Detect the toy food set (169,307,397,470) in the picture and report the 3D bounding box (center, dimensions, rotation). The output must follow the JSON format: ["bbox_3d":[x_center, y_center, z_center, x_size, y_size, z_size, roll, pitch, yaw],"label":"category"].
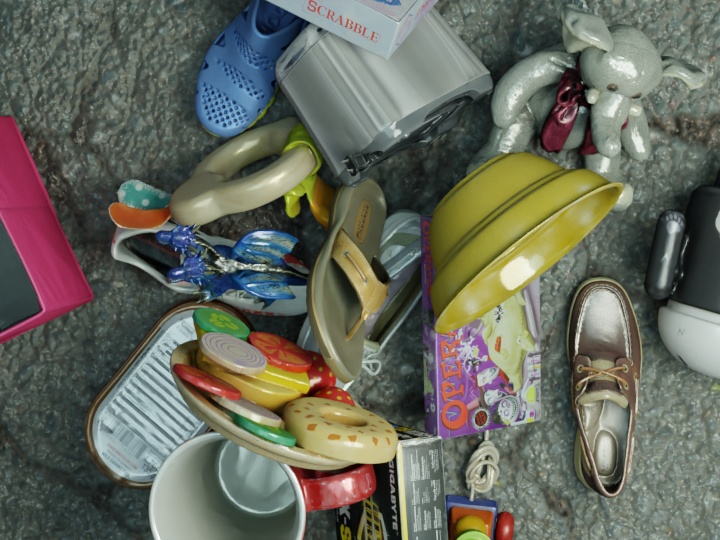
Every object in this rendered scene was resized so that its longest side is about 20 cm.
[{"bbox_3d":[-0.071,0.103,1.268,0.196,0.200,0.049,19,108,-20],"label":"toy food set"}]

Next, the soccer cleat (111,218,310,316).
[{"bbox_3d":[-0.135,0.000,1.381,0.198,0.085,0.069,21,107,3],"label":"soccer cleat"}]

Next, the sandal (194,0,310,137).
[{"bbox_3d":[-0.091,-0.214,1.373,0.079,0.087,0.201,29,96,-1],"label":"sandal"}]

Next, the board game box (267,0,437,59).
[{"bbox_3d":[-0.021,-0.283,1.307,0.198,0.200,0.041,27,131,9],"label":"board game box"}]

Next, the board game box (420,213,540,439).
[{"bbox_3d":[0.111,0.045,1.368,0.119,0.032,0.203,-7,100,-26],"label":"board game box"}]

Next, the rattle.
[{"bbox_3d":[-0.113,-0.046,1.380,0.199,0.130,0.144,-32,135,-10],"label":"rattle"}]

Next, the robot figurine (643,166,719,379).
[{"bbox_3d":[0.339,-0.003,1.350,0.149,0.125,0.202,16,94,19],"label":"robot figurine"}]

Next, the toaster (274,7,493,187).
[{"bbox_3d":[0.014,-0.164,1.329,0.199,0.114,0.130,-32,84,-40],"label":"toaster"}]

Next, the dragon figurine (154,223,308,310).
[{"bbox_3d":[-0.088,-0.002,1.311,0.198,0.099,0.060,5,80,-21],"label":"dragon figurine"}]

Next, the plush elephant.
[{"bbox_3d":[0.208,-0.153,1.320,0.163,0.155,0.202,14,87,-17],"label":"plush elephant"}]

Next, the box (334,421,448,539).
[{"bbox_3d":[0.026,0.240,1.354,0.049,0.159,0.203,-5,93,-21],"label":"box"}]

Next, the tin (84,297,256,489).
[{"bbox_3d":[-0.177,0.117,1.419,0.112,0.042,0.201,39,94,-4],"label":"tin"}]

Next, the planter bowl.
[{"bbox_3d":[0.119,-0.040,1.270,0.200,0.200,0.084,-37,77,4],"label":"planter bowl"}]

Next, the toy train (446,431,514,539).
[{"bbox_3d":[0.101,0.239,1.373,0.084,0.116,0.203,6,93,2],"label":"toy train"}]

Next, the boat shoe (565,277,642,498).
[{"bbox_3d":[0.226,0.109,1.383,0.071,0.072,0.203,2,93,2],"label":"boat shoe"}]

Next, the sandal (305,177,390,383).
[{"bbox_3d":[0.000,0.000,1.315,0.054,0.080,0.202,-11,52,33],"label":"sandal"}]

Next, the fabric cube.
[{"bbox_3d":[-0.380,-0.018,1.339,0.195,0.199,0.202,-25,92,4],"label":"fabric cube"}]

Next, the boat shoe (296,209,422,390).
[{"bbox_3d":[0.010,0.040,1.380,0.203,0.065,0.074,-53,131,-1],"label":"boat shoe"}]

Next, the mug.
[{"bbox_3d":[-0.081,0.200,1.333,0.176,0.200,0.135,19,95,4],"label":"mug"}]
